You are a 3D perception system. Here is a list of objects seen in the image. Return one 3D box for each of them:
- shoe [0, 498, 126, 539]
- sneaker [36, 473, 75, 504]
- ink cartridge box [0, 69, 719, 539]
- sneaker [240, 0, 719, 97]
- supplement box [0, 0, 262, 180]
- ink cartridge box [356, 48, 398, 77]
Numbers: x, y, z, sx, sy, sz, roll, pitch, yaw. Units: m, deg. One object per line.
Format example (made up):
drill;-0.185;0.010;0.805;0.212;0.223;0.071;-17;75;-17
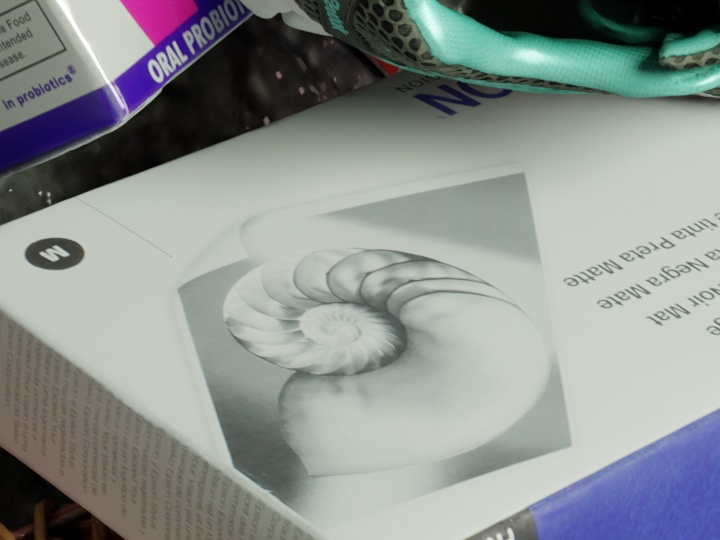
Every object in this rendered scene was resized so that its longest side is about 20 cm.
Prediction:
shoe;-0.063;0.070;0.636;0.200;0.091;0.071;25;17;-43
sneaker;0.000;0.000;0.744;0.200;0.082;0.070;-32;100;-46
ink cartridge box;0.044;0.022;0.628;0.199;0.200;0.041;-24;133;-38
sneaker;0.072;-0.062;0.642;0.199;0.091;0.078;-3;112;-21
supplement box;-0.105;-0.126;0.664;0.101;0.103;0.200;-44;108;-43
ink cartridge box;-0.013;-0.183;0.819;0.176;0.045;0.200;37;54;-31
